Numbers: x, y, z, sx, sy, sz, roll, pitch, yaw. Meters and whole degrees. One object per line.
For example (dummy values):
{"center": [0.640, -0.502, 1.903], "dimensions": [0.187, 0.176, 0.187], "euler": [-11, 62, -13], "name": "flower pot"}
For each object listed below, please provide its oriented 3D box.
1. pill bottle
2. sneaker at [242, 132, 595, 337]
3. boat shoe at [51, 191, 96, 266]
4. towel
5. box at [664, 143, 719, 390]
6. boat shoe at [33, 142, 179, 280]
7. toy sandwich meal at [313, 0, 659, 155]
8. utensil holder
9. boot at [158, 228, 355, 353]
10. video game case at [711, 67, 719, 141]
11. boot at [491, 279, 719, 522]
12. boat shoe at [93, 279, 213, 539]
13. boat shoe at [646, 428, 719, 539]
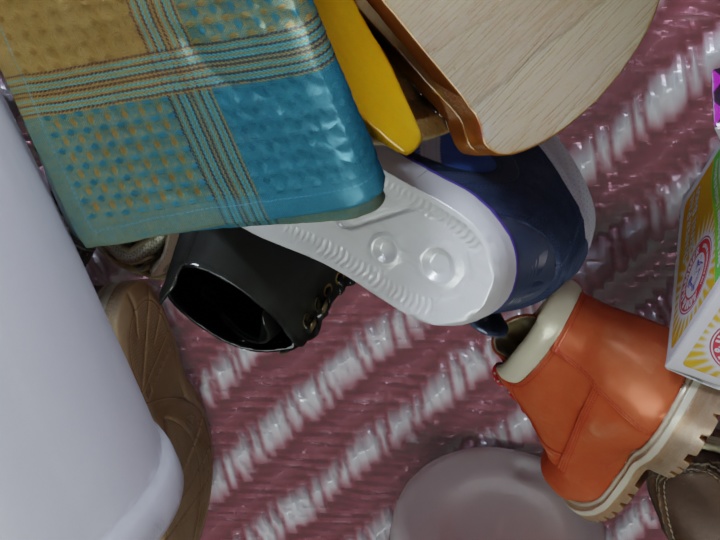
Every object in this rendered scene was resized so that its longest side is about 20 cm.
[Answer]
{"center": [0.063, 0.199, 1.474], "dimensions": [0.113, 0.114, 0.201], "euler": [10, 136, 2], "name": "pill bottle"}
{"center": [0.012, -0.054, 1.204], "dimensions": [0.200, 0.146, 0.081], "euler": [36, 116, 15], "name": "sneaker"}
{"center": [-0.216, -0.055, 1.321], "dimensions": [0.199, 0.071, 0.064], "euler": [32, 101, -8], "name": "boat shoe"}
{"center": [-0.083, -0.098, 1.064], "dimensions": [0.146, 0.022, 0.201], "euler": [-5, 126, 25], "name": "towel"}
{"center": [0.221, -0.037, 1.202], "dimensions": [0.101, 0.113, 0.200], "euler": [19, 137, -8], "name": "box"}
{"center": [-0.102, -0.029, 1.287], "dimensions": [0.072, 0.065, 0.200], "euler": [11, 154, 23], "name": "boat shoe"}
{"center": [0.029, -0.135, 1.098], "dimensions": [0.205, 0.206, 0.070], "euler": [46, 162, -30], "name": "toy sandwich meal"}
{"center": [-0.187, 0.035, 1.152], "dimensions": [0.169, 0.170, 0.201], "euler": [-10, 116, 22], "name": "utensil holder"}
{"center": [0.000, 0.000, 1.245], "dimensions": [0.199, 0.139, 0.077], "euler": [24, 140, -15], "name": "boot"}
{"center": [0.251, -0.026, 1.083], "dimensions": [0.180, 0.036, 0.200], "euler": [-10, 142, 18], "name": "video game case"}
{"center": [0.108, 0.059, 1.333], "dimensions": [0.107, 0.075, 0.200], "euler": [29, 159, 0], "name": "boot"}
{"center": [-0.125, 0.080, 1.431], "dimensions": [0.064, 0.072, 0.201], "euler": [9, 139, 20], "name": "boat shoe"}
{"center": [0.209, 0.168, 1.437], "dimensions": [0.074, 0.075, 0.203], "euler": [-17, 129, 27], "name": "boat shoe"}
